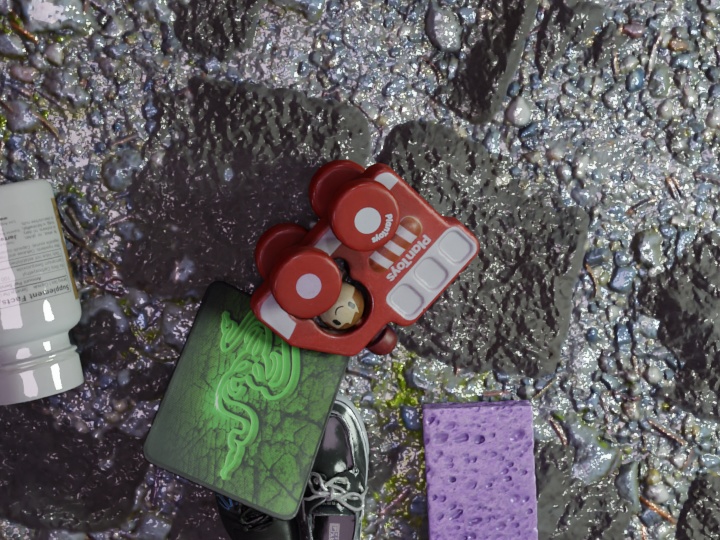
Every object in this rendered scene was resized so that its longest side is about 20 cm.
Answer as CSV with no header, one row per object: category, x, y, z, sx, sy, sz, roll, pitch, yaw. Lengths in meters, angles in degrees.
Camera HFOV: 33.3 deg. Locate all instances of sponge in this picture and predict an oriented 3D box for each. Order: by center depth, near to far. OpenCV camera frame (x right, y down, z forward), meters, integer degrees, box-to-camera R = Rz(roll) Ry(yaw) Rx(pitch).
sponge,0.122,0.233,1.217,0.111,0.030,0.200,-3,94,-1

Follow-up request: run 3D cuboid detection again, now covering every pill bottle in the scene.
pill bottle,-0.330,0.021,1.150,0.114,0.114,0.200,-12,94,-1

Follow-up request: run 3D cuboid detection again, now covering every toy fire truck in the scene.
toy fire truck,0.000,0.000,1.169,0.168,0.112,0.200,40,93,-22

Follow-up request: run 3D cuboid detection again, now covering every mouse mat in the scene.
mouse mat,-0.104,0.122,1.153,0.161,0.008,0.200,26,59,-13

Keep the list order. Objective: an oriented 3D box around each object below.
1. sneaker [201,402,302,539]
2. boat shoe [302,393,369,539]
sneaker,-0.117,0.214,1.184,0.073,0.082,0.200,-24,94,1
boat shoe,-0.029,0.224,1.193,0.073,0.068,0.200,5,93,-2
